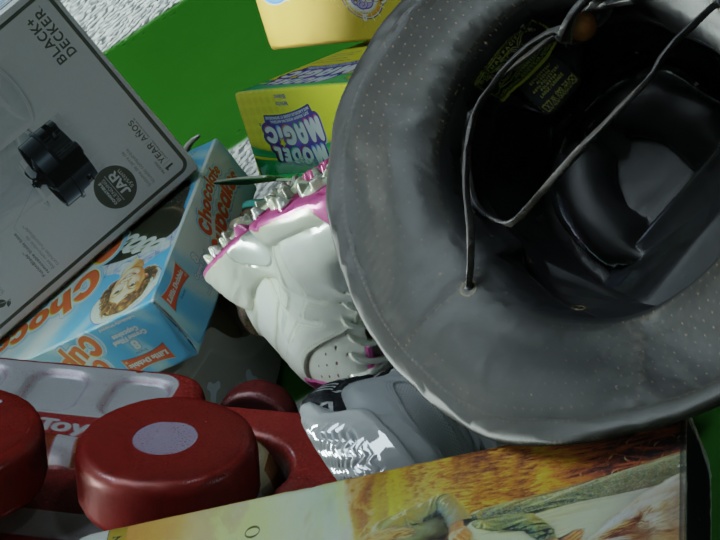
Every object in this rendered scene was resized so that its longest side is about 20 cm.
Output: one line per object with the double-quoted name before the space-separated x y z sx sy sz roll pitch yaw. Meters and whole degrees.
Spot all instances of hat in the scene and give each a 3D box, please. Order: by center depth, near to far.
"hat" 0.087 -0.025 0.859 0.200 0.081 0.201 -16 60 30

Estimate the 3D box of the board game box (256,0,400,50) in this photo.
"board game box" 0.068 -0.145 1.229 0.153 0.040 0.200 -24 14 -33

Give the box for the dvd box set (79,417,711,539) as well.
"dvd box set" 0.001 0.115 0.782 0.199 0.029 0.147 -13 36 18

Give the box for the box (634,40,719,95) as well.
"box" 0.150 -0.105 1.015 0.200 0.105 0.184 -52 -4 -24

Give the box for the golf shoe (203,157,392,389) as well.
"golf shoe" 0.000 0.000 1.045 0.075 0.092 0.200 -34 -1 -14

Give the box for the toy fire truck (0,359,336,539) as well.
"toy fire truck" -0.095 0.085 1.065 0.199 0.113 0.168 3 28 12

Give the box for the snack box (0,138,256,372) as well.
"snack box" -0.144 0.023 1.238 0.200 0.037 0.116 -24 30 29

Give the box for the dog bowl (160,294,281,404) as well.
"dog bowl" -0.121 0.063 1.253 0.200 0.059 0.200 -32 27 18

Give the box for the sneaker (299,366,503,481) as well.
"sneaker" 0.048 0.046 0.974 0.115 0.075 0.200 -33 -3 5

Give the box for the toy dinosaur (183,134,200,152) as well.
"toy dinosaur" -0.139 -0.011 1.401 0.102 0.077 0.200 -31 15 -21

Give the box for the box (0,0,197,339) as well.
"box" -0.186 -0.028 1.198 0.200 0.117 0.060 -42 26 -2

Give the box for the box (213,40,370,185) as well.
"box" 0.037 -0.082 1.196 0.200 0.049 0.117 -27 16 -33

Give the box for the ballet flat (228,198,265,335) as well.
"ballet flat" 0.029 0.001 1.143 0.199 0.068 0.068 -6 71 37
